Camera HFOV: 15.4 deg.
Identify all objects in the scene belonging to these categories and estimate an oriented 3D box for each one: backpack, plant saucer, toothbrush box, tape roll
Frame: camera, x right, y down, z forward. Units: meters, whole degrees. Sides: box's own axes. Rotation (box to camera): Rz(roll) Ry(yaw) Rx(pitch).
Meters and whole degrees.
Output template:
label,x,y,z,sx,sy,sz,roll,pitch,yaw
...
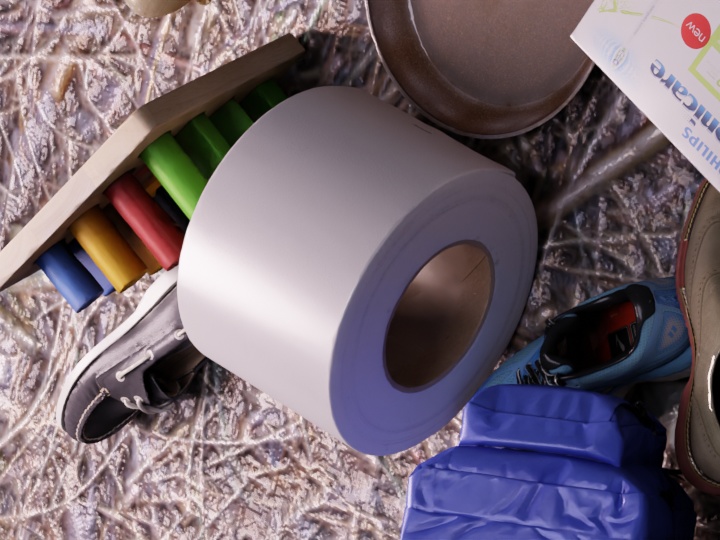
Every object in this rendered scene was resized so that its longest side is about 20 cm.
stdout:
label,x,y,z,sx,sy,sz,roll,pitch,yaw
backpack,0.128,0.159,1.602,0.162,0.200,0.169,12,83,21
plant saucer,0.087,-0.186,1.718,0.199,0.032,0.202,6,99,38
toothbrush box,0.241,-0.168,1.560,0.146,0.086,0.200,49,125,24
tape roll,0.000,0.000,1.706,0.139,0.202,0.204,31,114,33

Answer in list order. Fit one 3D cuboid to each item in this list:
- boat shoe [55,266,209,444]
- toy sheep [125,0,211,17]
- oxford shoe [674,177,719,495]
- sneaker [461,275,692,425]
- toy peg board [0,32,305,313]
label,x,y,z,sx,sy,sz,roll,pitch,yaw
boat shoe,-0.148,0.068,1.924,0.200,0.074,0.060,-46,63,25
toy sheep,-0.122,-0.271,1.815,0.137,0.138,0.201,23,101,35
oxford shoe,0.230,0.029,1.575,0.075,0.070,0.201,130,143,-72
sneaker,0.131,0.053,1.669,0.200,0.090,0.079,-36,58,34
toy peg board,-0.124,-0.044,1.816,0.098,0.200,0.199,51,125,4
